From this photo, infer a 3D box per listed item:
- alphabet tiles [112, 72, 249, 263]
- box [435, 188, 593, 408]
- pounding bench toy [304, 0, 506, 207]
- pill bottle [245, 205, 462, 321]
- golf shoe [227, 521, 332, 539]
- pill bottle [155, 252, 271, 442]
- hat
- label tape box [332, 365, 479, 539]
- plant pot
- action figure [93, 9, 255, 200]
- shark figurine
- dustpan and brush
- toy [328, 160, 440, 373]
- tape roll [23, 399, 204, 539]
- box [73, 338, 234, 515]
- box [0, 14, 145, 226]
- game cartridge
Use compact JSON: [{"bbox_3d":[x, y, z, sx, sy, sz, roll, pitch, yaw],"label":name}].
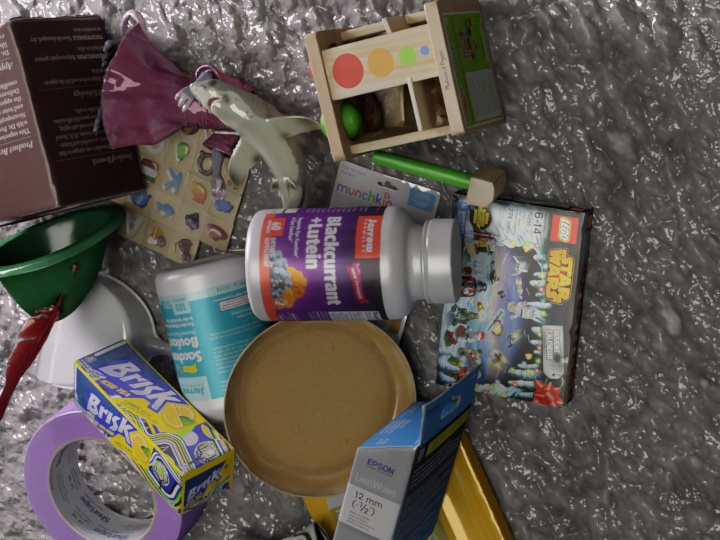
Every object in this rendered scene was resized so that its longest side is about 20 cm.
[{"bbox_3d":[-0.199,-0.112,1.669,0.166,0.006,0.200,23,108,17],"label":"alphabet tiles"},{"bbox_3d":[0.152,0.027,1.530,0.137,0.040,0.201,9,104,20],"label":"box"},{"bbox_3d":[0.045,-0.148,1.493,0.156,0.124,0.200,-11,96,24],"label":"pounding bench toy"},{"bbox_3d":[-0.004,-0.007,1.500,0.199,0.111,0.112,-2,100,11],"label":"pill bottle"},{"bbox_3d":[-0.064,0.307,1.646,0.200,0.078,0.097,18,104,35],"label":"golf shoe"},{"bbox_3d":[-0.144,0.086,1.628,0.111,0.111,0.201,-11,96,24],"label":"pill bottle"},{"bbox_3d":[-0.321,0.045,1.683,0.200,0.166,0.176,-14,109,14],"label":"hat"},{"bbox_3d":[0.043,0.192,1.514,0.066,0.143,0.200,20,111,19],"label":"label tape box"},{"bbox_3d":[-0.042,0.135,1.580,0.199,0.027,0.201,-2,104,-9],"label":"plant pot"},{"bbox_3d":[-0.173,-0.173,1.608,0.199,0.149,0.134,9,134,3],"label":"action figure"},{"bbox_3d":[-0.082,-0.111,1.558,0.128,0.090,0.215,-3,124,15],"label":"shark figurine"},{"bbox_3d":[-0.258,0.079,1.713,0.200,0.057,0.140,13,93,27],"label":"dustpan and brush"},{"bbox_3d":[0.000,0.000,1.584,0.115,0.047,0.200,19,108,17],"label":"toy"},{"bbox_3d":[-0.275,0.235,1.720,0.200,0.066,0.201,8,114,19],"label":"tape roll"},{"bbox_3d":[-0.219,0.161,1.606,0.200,0.070,0.064,39,138,32],"label":"box"},{"bbox_3d":[-0.360,-0.155,1.638,0.166,0.164,0.200,-12,95,27],"label":"box"},{"bbox_3d":[0.054,0.274,1.625,0.200,0.032,0.177,-24,90,26],"label":"game cartridge"}]
